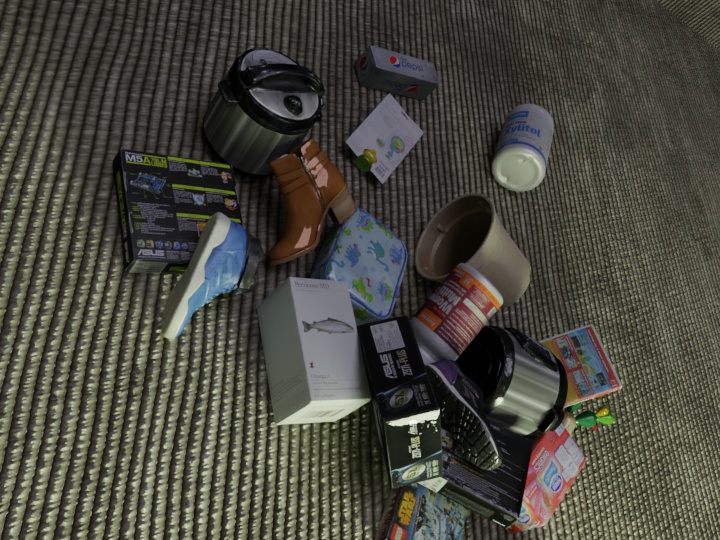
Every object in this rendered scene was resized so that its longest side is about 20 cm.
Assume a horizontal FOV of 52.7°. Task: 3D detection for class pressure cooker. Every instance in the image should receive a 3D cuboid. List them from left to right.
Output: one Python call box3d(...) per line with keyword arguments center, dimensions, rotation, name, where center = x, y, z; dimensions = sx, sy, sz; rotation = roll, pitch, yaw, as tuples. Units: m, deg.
box3d(center=(-0.162, -0.282, 1.264), dimensions=(0.178, 0.200, 0.177), rotation=(35, 46, -12), name="pressure cooker")
box3d(center=(0.281, 0.211, 1.348), dimensions=(0.198, 0.178, 0.178), rotation=(25, 61, -25), name="pressure cooker")

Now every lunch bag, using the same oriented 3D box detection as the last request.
box3d(center=(0.000, 0.000, 1.315), dimensions=(0.160, 0.082, 0.202), rotation=(34, 48, -17), name="lunch bag")

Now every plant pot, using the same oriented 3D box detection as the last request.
box3d(center=(0.241, -0.021, 1.469), dimensions=(0.183, 0.199, 0.202), rotation=(38, 45, -31), name="plant pot")

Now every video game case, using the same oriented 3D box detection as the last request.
box3d(center=(0.406, 0.202, 1.471), dimensions=(0.197, 0.018, 0.145), rotation=(-18, 61, -1), name="video game case")

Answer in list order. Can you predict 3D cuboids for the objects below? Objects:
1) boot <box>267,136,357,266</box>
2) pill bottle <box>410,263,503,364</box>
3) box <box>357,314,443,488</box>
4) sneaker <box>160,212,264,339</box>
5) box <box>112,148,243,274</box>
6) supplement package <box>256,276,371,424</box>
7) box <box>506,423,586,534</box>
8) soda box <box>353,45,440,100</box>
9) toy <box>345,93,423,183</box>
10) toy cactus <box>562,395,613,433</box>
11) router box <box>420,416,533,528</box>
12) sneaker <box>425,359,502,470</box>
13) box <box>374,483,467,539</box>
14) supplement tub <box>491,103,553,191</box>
box3d(center=(-0.111, -0.117, 1.241), dimensions=(0.199, 0.077, 0.156), rotation=(-38, 111, -14), name="boot")
box3d(center=(0.155, 0.095, 1.304), dimensions=(0.109, 0.110, 0.200), rotation=(42, 85, -10), name="pill bottle")
box3d(center=(0.060, 0.200, 1.133), dimensions=(0.085, 0.165, 0.201), rotation=(-12, 41, -4), name="box")
box3d(center=(-0.215, 0.026, 1.100), dimensions=(0.111, 0.076, 0.202), rotation=(31, 71, -27), name="sneaker")
box3d(center=(-0.285, -0.090, 1.162), dimensions=(0.198, 0.047, 0.196), rotation=(2, 62, -38), name="box")
box3d(center=(-0.077, 0.127, 1.150), dimensions=(0.116, 0.117, 0.203), rotation=(4, 62, -36), name="supplement package")
box3d(center=(0.321, 0.376, 1.342), dimensions=(0.103, 0.094, 0.199), rotation=(54, 45, 2), name="box")
box3d(center=(0.085, -0.451, 1.667), dimensions=(0.198, 0.068, 0.064), rotation=(2, 65, -38), name="soda box")
box3d(center=(0.045, -0.275, 1.544), dimensions=(0.115, 0.047, 0.201), rotation=(46, 48, -12), name="toy")
box3d(center=(0.429, 0.281, 1.510), dimensions=(0.200, 0.102, 0.166), rotation=(41, 64, -16), name="toy cactus")
box3d(center=(0.181, 0.311, 1.209), dimensions=(0.198, 0.051, 0.150), rotation=(28, 48, 0), name="router box")
box3d(center=(0.183, 0.226, 1.198), dimensions=(0.087, 0.076, 0.201), rotation=(-12, 57, -39), name="sneaker")
box3d(center=(0.110, 0.391, 1.199), dimensions=(0.136, 0.040, 0.201), rotation=(39, 46, -14), name="box")
box3d(center=(0.402, -0.303, 1.795), dimensions=(0.131, 0.132, 0.201), rotation=(36, 47, -16), name="supplement tub")
